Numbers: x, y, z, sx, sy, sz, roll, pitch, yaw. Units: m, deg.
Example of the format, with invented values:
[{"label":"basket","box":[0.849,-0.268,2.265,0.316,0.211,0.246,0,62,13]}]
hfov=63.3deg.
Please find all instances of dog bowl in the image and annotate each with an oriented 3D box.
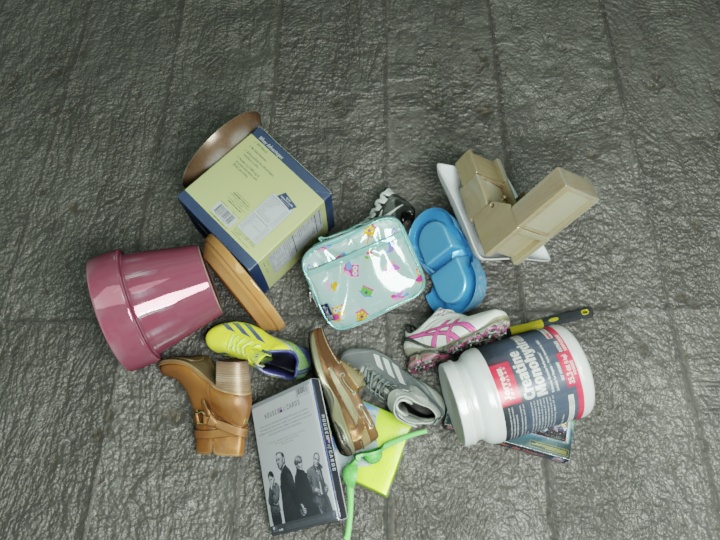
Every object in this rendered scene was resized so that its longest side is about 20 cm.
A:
[{"label":"dog bowl","box":[0.155,-0.014,1.030,0.111,0.049,0.202,-39,58,36]}]

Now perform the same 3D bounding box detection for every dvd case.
[{"label":"dvd case","box":[-0.099,0.284,0.887,0.149,0.025,0.203,-29,65,35]}]

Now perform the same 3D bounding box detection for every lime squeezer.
[{"label":"lime squeezer","box":[0.018,0.299,0.879,0.070,0.038,0.200,35,72,17]}]

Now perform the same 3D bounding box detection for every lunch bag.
[{"label":"lunch bag","box":[0.000,0.000,1.003,0.198,0.077,0.162,-24,102,3]}]

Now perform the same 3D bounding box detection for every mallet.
[{"label":"mallet","box":[0.306,0.102,0.998,0.197,0.041,0.067,-6,63,-2]}]

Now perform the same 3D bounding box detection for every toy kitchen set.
[{"label":"toy kitchen set","box":[0.291,-0.136,0.972,0.161,0.180,0.202,12,50,-32]}]

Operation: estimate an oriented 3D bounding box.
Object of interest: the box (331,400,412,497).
[{"label":"box","box":[-0.027,0.266,0.944,0.197,0.048,0.123,19,68,12]}]

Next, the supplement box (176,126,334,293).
[{"label":"supplement box","box":[-0.183,-0.108,1.073,0.200,0.135,0.200,43,75,14]}]

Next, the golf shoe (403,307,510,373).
[{"label":"golf shoe","box":[0.146,0.096,0.947,0.199,0.072,0.093,-28,60,34]}]

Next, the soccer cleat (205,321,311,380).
[{"label":"soccer cleat","box":[-0.178,0.136,0.992,0.197,0.084,0.066,15,100,11]}]

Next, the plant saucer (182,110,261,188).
[{"label":"plant saucer","box":[-0.253,-0.217,1.116,0.037,0.200,0.200,45,75,1]}]

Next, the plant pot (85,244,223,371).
[{"label":"plant pot","box":[-0.339,0.046,0.996,0.177,0.201,0.202,-20,64,-11]}]

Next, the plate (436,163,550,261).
[{"label":"plate","box":[0.233,-0.096,1.051,0.198,0.032,0.202,1,58,-37]}]

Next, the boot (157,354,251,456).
[{"label":"boot","box":[-0.267,0.224,0.975,0.197,0.073,0.157,0,88,33]}]

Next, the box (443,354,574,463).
[{"label":"box","box":[0.245,0.214,0.948,0.197,0.038,0.138,14,67,11]}]

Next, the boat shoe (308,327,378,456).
[{"label":"boat shoe","box":[-0.029,0.185,0.922,0.073,0.076,0.202,-16,70,-12]}]

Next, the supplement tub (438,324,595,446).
[{"label":"supplement tub","box":[0.228,0.172,0.870,0.197,0.141,0.142,-16,64,-3]}]

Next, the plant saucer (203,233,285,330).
[{"label":"plant saucer","box":[-0.202,0.028,0.985,0.037,0.201,0.200,-40,68,-12]}]

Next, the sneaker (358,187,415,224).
[{"label":"sneaker","box":[0.037,-0.061,1.078,0.090,0.067,0.201,26,68,20]}]

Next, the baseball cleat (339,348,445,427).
[{"label":"baseball cleat","box":[0.044,0.184,0.941,0.198,0.106,0.071,22,97,16]}]
